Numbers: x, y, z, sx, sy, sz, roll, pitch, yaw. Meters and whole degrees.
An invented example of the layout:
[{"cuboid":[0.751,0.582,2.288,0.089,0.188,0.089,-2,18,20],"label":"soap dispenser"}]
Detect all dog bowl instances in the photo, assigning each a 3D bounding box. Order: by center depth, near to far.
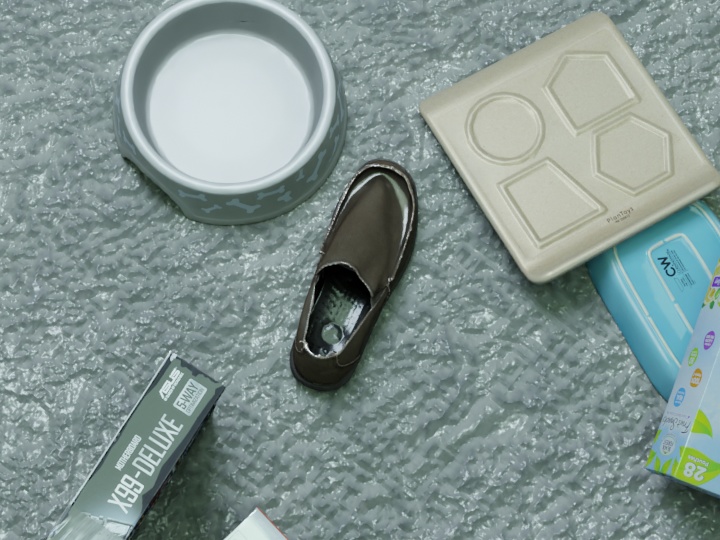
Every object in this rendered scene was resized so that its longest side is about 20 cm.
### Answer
[{"cuboid":[-0.109,-0.140,1.371,0.200,0.059,0.200,0,77,-2],"label":"dog bowl"}]

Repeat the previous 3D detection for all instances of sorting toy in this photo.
[{"cuboid":[0.173,-0.103,1.380,0.185,0.036,0.200,-28,68,-9],"label":"sorting toy"}]

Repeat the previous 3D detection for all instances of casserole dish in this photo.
[{"cuboid":[0.270,0.021,1.362,0.121,0.039,0.200,-27,79,-9],"label":"casserole dish"}]

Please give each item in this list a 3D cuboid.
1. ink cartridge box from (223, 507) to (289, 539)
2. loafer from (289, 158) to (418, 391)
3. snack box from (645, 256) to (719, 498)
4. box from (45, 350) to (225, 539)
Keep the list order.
[{"cuboid":[-0.117,0.290,1.275,0.200,0.050,0.109,-43,82,-12],"label":"ink cartridge box"},{"cuboid":[0.000,0.000,1.336,0.073,0.071,0.200,16,77,1],"label":"loafer"},{"cuboid":[0.340,0.094,1.302,0.169,0.068,0.200,20,87,-11],"label":"snack box"},{"cuboid":[-0.166,0.148,1.228,0.050,0.200,0.158,33,78,-1],"label":"box"}]
